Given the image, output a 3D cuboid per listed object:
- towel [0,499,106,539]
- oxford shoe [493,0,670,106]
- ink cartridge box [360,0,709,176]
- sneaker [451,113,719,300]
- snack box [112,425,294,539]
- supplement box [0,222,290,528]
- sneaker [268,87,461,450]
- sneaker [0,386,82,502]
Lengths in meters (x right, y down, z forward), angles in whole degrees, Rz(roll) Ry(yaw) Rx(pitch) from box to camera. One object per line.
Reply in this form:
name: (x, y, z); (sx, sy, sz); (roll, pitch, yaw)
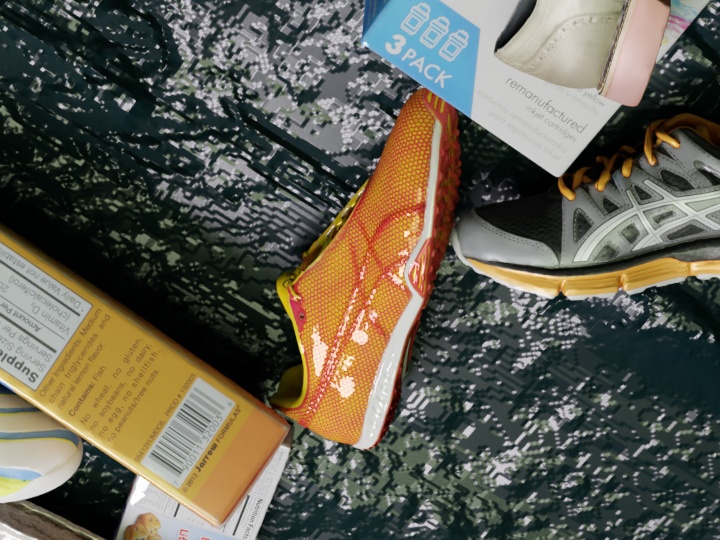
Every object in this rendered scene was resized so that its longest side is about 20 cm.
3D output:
towel: (-0.139, 0.211, 1.199); (0.199, 0.035, 0.133); (27, 119, -8)
oxford shoe: (0.098, -0.161, 0.890); (0.073, 0.071, 0.201); (10, 119, 1)
ink cartridge box: (0.102, -0.156, 0.972); (0.115, 0.068, 0.200); (32, 117, -14)
sneaker: (0.140, -0.035, 1.045); (0.198, 0.078, 0.078); (-7, 107, 4)
snack box: (-0.100, 0.156, 1.197); (0.071, 0.024, 0.201); (18, 120, -7)
supplement box: (-0.135, 0.044, 1.089); (0.200, 0.067, 0.069); (37, 85, -10)
sneaker: (0.000, 0.000, 1.073); (0.077, 0.073, 0.201); (20, 118, 4)
sneaker: (-0.234, 0.049, 1.114); (0.199, 0.076, 0.106); (12, 120, -2)
